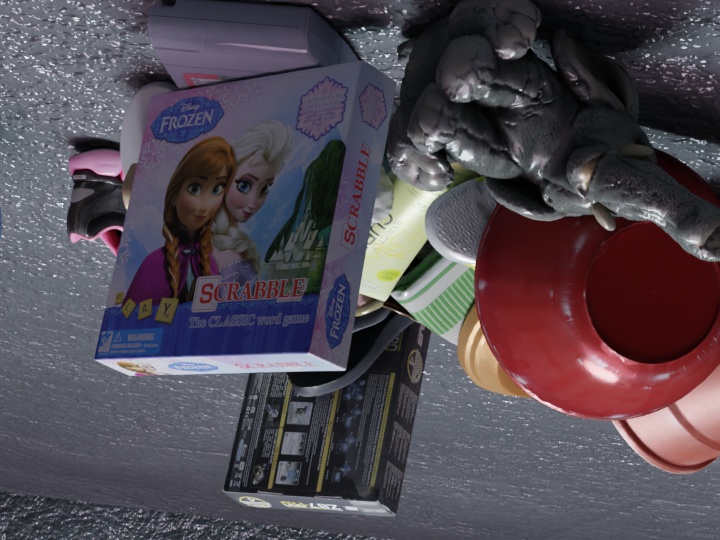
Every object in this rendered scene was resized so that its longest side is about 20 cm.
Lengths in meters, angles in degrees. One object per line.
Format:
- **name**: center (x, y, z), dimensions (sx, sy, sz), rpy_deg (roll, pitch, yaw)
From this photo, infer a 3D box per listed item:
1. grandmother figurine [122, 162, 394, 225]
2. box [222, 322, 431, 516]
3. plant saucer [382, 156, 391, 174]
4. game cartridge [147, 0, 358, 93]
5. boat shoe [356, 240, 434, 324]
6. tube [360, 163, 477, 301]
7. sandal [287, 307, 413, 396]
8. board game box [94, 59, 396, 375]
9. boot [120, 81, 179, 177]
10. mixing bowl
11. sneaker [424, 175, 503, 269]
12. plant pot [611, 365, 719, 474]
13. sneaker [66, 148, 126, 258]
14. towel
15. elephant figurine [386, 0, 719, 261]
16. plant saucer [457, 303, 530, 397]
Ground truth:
- **grandmother figurine**: center (-0.073, -0.055, 1.270), dimensions (0.198, 0.061, 0.122), rpy_deg (-2, 123, 13)
- **box**: center (-0.029, 0.116, 1.559), dimensions (0.160, 0.202, 0.049), rpy_deg (-2, 155, 28)
- **plant saucer**: center (-0.037, -0.059, 1.444), dimensions (0.199, 0.039, 0.201), rpy_deg (10, 163, 3)
- **game cartridge**: center (-0.061, -0.132, 1.227), dimensions (0.132, 0.041, 0.200), rpy_deg (2, 162, 12)
- **boat shoe**: center (0.004, -0.001, 1.405), dimensions (0.201, 0.076, 0.074), rpy_deg (17, 156, -39)
- **tube**: center (0.031, -0.041, 1.306), dimensions (0.058, 0.052, 0.200), rpy_deg (48, 135, 8)
- **sandal**: center (0.011, 0.032, 1.522), dimensions (0.043, 0.200, 0.076), rpy_deg (51, 180, -43)
- **board game box**: center (-0.079, -0.032, 1.158), dimensions (0.199, 0.201, 0.041), rpy_deg (-5, 158, 39)
- **boot**: center (-0.132, -0.066, 1.367), dimensions (0.073, 0.202, 0.096), rpy_deg (-2, -154, 15)
- **mixing bowl**: center (0.185, 0.010, 1.179), dimensions (0.198, 0.202, 0.108), rpy_deg (13, -179, -8)
- **sneaker**: center (0.127, -0.034, 1.290), dimensions (0.198, 0.077, 0.105), rpy_deg (-5, 175, -22)
- **plant pot**: center (0.309, 0.042, 1.327), dimensions (0.200, 0.203, 0.194), rpy_deg (23, 152, -37)
- **sneaker**: center (-0.180, -0.034, 1.520), dimensions (0.199, 0.096, 0.079), rpy_deg (23, 158, -39)
- **towel**: center (0.128, 0.007, 1.439), dimensions (0.152, 0.023, 0.200), rpy_deg (-43, 142, 13)
- **elephant figurine**: center (0.124, -0.080, 1.085), dimensions (0.199, 0.156, 0.142), rpy_deg (24, 146, -15)
- **plant saucer**: center (0.178, 0.044, 1.459), dimensions (0.198, 0.038, 0.201), rpy_deg (-18, 145, -13)
